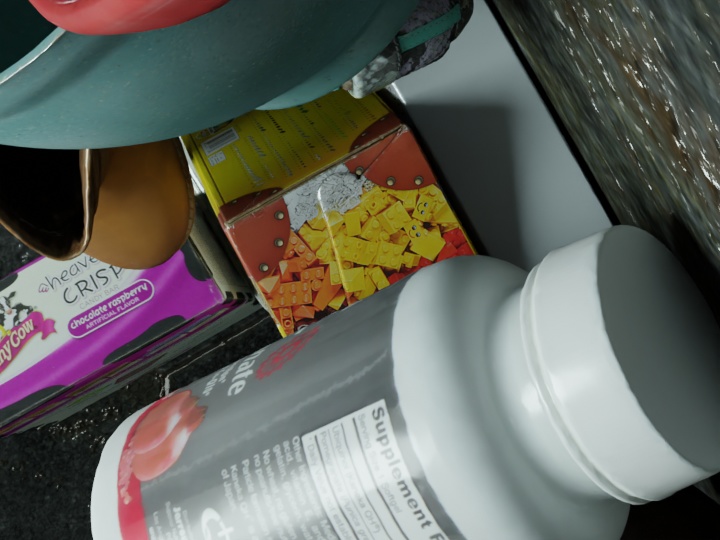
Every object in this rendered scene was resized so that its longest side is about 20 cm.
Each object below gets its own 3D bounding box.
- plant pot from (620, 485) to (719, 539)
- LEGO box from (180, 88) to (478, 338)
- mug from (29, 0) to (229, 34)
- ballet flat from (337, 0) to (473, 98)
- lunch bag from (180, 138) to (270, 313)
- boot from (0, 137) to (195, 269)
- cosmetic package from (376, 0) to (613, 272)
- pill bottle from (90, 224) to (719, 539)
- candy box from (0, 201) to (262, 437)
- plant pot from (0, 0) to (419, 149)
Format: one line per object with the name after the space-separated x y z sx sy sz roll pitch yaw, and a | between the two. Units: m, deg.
0.110 0.164 0.834 0.187 0.187 0.200 60 163 -15 | plant pot
0.000 0.000 0.844 0.149 0.077 0.200 61 179 -20 | LEGO box
-0.035 -0.128 0.392 0.200 0.133 0.178 53 175 48 | mug
-0.012 -0.131 0.733 0.072 0.072 0.200 60 180 -45 | ballet flat
-0.016 -0.075 1.041 0.200 0.139 0.168 59 -170 2 | lunch bag
-0.106 -0.047 0.758 0.200 0.077 0.155 67 176 -35 | boot
0.057 -0.030 0.835 0.200 0.052 0.151 60 177 -1 | cosmetic package
0.018 0.062 0.682 0.111 0.200 0.111 37 -141 -38 | pill bottle
-0.123 0.022 0.998 0.061 0.136 0.200 61 -178 3 | candy box
-0.058 -0.120 0.592 0.134 0.200 0.200 19 -148 -47 | plant pot
